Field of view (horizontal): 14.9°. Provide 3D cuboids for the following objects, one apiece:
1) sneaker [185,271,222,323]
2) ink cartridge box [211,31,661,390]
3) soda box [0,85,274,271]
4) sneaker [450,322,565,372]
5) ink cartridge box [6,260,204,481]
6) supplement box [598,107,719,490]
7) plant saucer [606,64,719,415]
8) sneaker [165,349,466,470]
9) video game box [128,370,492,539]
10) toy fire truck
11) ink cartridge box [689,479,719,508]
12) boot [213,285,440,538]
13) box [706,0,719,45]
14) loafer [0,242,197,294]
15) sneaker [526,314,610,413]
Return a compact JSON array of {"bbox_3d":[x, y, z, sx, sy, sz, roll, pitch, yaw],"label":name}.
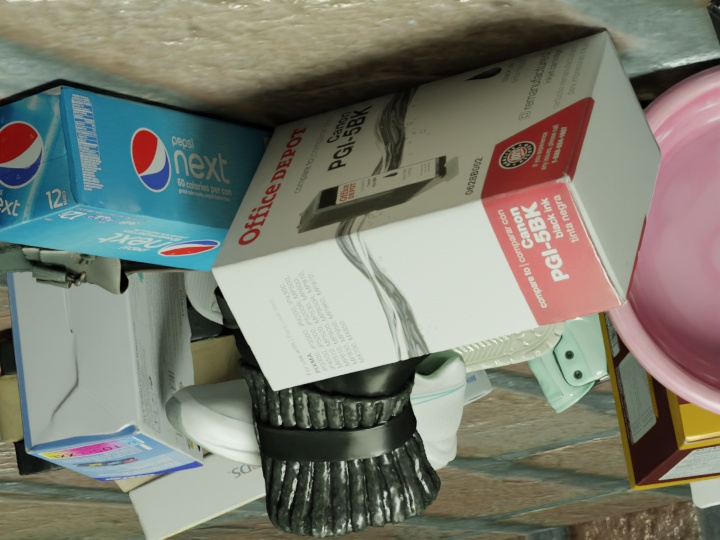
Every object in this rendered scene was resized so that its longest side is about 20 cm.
[{"bbox_3d":[0.000,0.000,1.678,0.200,0.074,0.118,-10,172,11],"label":"sneaker"},{"bbox_3d":[0.040,-0.030,1.407,0.200,0.083,0.147,-15,-151,23],"label":"ink cartridge box"},{"bbox_3d":[-0.115,-0.045,1.428,0.068,0.064,0.200,-16,166,30],"label":"soda box"},{"bbox_3d":[0.022,0.032,1.777,0.200,0.077,0.111,-11,-166,-16],"label":"sneaker"},{"bbox_3d":[-0.151,0.054,1.690,0.076,0.136,0.200,-9,168,10],"label":"ink cartridge box"},{"bbox_3d":[0.223,0.014,1.644,0.133,0.197,0.200,-8,169,-5],"label":"supplement box"},{"bbox_3d":[0.224,-0.016,1.513,0.200,0.201,0.051,-8,177,-5],"label":"plant saucer"},{"bbox_3d":[-0.025,0.073,1.671,0.200,0.080,0.070,2,-154,-30],"label":"sneaker"},{"bbox_3d":[-0.033,0.117,1.888,0.200,0.047,0.182,-26,179,27],"label":"video game box"},{"bbox_3d":[-0.157,0.097,1.974,0.176,0.129,0.200,-11,180,5],"label":"toy fire truck"},{"bbox_3d":[0.250,0.048,1.820,0.116,0.200,0.068,-13,168,16],"label":"ink cartridge box"},{"bbox_3d":[0.023,0.067,1.561,0.211,0.158,0.079,-7,-165,34],"label":"boot"},{"bbox_3d":[0.269,-0.064,1.361,0.050,0.198,0.200,-49,165,0],"label":"box"},{"bbox_3d":[-0.127,-0.016,1.558,0.200,0.063,0.072,-11,169,6],"label":"loafer"},{"bbox_3d":[0.100,0.040,1.869,0.200,0.118,0.074,-7,170,-5],"label":"sneaker"}]
